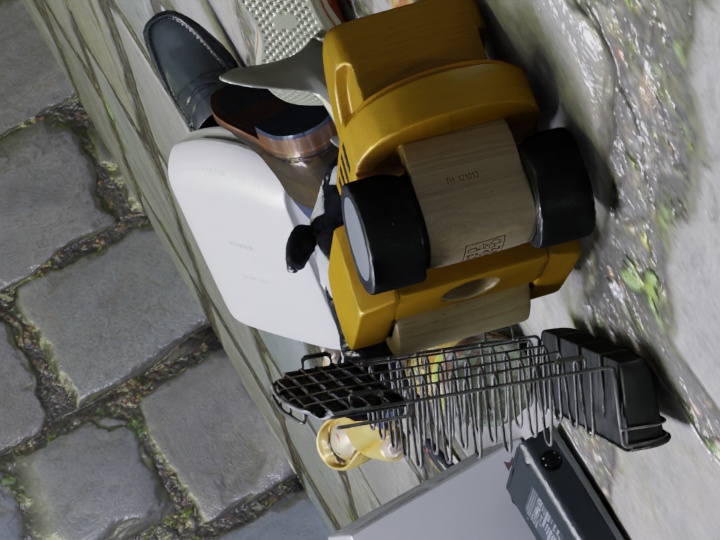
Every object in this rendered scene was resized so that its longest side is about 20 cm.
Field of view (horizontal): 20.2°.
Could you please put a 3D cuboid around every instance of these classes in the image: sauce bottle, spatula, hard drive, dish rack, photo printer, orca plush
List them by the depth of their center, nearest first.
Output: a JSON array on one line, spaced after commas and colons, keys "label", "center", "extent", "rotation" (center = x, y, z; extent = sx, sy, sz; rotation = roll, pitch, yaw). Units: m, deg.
[{"label": "dish rack", "center": [0.054, 0.071, 1.114], "extent": [0.153, 0.198, 0.055], "rotation": [-160, 63, -76]}, {"label": "hard drive", "center": [0.167, 0.214, 1.396], "extent": [0.201, 0.033, 0.140], "rotation": [59, 171, 16]}, {"label": "sauce bottle", "center": [0.067, 0.067, 1.423], "extent": [0.065, 0.064, 0.200], "rotation": [63, 171, -8]}, {"label": "orca plush", "center": [0.000, 0.000, 1.428], "extent": [0.071, 0.105, 0.201], "rotation": [127, 160, -62]}, {"label": "photo printer", "center": [-0.077, -0.034, 1.760], "extent": [0.166, 0.069, 0.201], "rotation": [14, 137, 43]}, {"label": "spatula", "center": [0.057, 0.142, 1.839], "extent": [0.200, 0.020, 0.057], "rotation": [56, 166, 27]}]

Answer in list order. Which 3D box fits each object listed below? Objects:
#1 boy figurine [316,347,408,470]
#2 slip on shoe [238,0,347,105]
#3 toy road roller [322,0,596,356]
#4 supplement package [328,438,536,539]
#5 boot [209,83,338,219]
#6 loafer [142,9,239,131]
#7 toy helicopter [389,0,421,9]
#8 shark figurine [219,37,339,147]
[{"label": "boy figurine", "center": [-0.001, 0.123, 1.841], "extent": [0.125, 0.064, 0.200], "rotation": [57, 159, 14]}, {"label": "slip on shoe", "center": [-0.042, -0.173, 1.343], "extent": [0.200, 0.074, 0.062], "rotation": [65, -153, -58]}, {"label": "toy road roller", "center": [0.039, -0.053, 1.064], "extent": [0.200, 0.122, 0.147], "rotation": [99, 155, -70]}, {"label": "supplement package", "center": [0.080, 0.237, 1.579], "extent": [0.152, 0.150, 0.200], "rotation": [61, 171, 4]}, {"label": "boot", "center": [-0.063, -0.095, 1.632], "extent": [0.200, 0.074, 0.097], "rotation": [40, 154, 62]}, {"label": "loafer", "center": [-0.128, -0.150, 1.829], "extent": [0.201, 0.068, 0.070], "rotation": [55, -174, -1]}, {"label": "toy helicopter", "center": [0.030, -0.103, 1.161], "extent": [0.201, 0.078, 0.133], "rotation": [88, 163, -48]}, {"label": "shark figurine", "center": [0.001, -0.047, 1.307], "extent": [0.215, 0.089, 0.128], "rotation": [54, 174, -36]}]
